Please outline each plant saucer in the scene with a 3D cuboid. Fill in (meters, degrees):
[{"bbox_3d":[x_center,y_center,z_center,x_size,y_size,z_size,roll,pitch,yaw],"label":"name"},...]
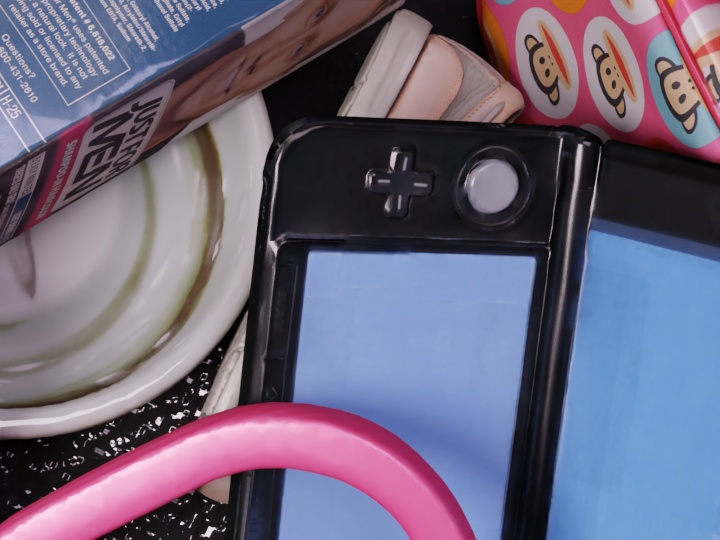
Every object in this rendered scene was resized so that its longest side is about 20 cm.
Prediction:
[{"bbox_3d":[-0.131,-0.032,1.058,0.199,0.050,0.201,5,70,-14],"label":"plant saucer"}]

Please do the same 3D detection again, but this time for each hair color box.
[{"bbox_3d":[-0.065,-0.087,1.012,0.200,0.100,0.061,-33,83,-22],"label":"hair color box"}]

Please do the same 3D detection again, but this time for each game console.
[{"bbox_3d":[0.057,0.059,0.993,0.175,0.116,0.201,2,103,-22],"label":"game console"}]

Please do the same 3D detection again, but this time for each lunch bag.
[{"bbox_3d":[0.123,-0.055,1.062,0.082,0.176,0.201,-19,78,-20],"label":"lunch bag"}]

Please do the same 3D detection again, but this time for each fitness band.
[{"bbox_3d":[-0.053,0.129,0.990,0.199,0.037,0.144,-27,95,8],"label":"fitness band"}]

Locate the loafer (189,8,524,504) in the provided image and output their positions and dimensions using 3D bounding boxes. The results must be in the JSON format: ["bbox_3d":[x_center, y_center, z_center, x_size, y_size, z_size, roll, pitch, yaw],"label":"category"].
[{"bbox_3d":[0.000,0.000,1.068,0.063,0.072,0.201,26,68,-5],"label":"loafer"}]
